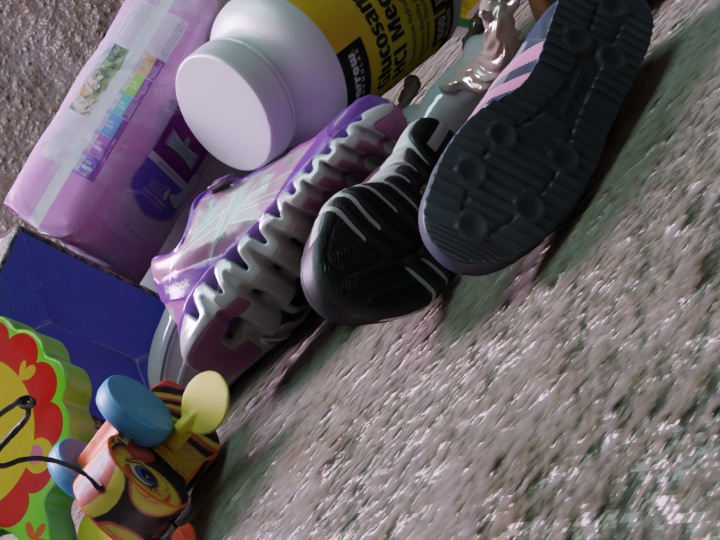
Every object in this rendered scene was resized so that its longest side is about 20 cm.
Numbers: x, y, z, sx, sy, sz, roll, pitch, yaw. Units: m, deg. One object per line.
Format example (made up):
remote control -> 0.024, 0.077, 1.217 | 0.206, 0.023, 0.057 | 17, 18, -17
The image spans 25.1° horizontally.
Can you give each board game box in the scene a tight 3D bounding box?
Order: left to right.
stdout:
board game box -> -0.209, 0.054, 1.159 | 0.098, 0.158, 0.200 | -67, 16, -13

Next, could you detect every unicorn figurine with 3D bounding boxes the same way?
unicorn figurine -> 0.066, -0.122, 1.040 | 0.138, 0.073, 0.201 | -69, 5, -67

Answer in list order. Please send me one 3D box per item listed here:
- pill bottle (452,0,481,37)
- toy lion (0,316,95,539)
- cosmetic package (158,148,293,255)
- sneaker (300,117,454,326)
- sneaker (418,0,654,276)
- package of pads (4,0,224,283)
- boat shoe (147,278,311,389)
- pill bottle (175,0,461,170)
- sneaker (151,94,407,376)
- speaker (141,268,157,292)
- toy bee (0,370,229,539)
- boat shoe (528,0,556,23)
pill bottle -> 0.103, -0.288, 1.256 | 0.200, 0.112, 0.113 | -47, 10, 35
toy lion -> -0.231, 0.137, 0.980 | 0.191, 0.201, 0.069 | -41, -30, 11
cosmetic package -> -0.068, -0.068, 1.224 | 0.200, 0.108, 0.085 | -44, 12, 9
sneaker -> 0.000, 0.000, 0.895 | 0.116, 0.076, 0.200 | -45, 1, 34
sneaker -> 0.084, -0.060, 0.815 | 0.200, 0.070, 0.082 | -52, -4, -33
package of pads -> -0.154, -0.096, 1.132 | 0.201, 0.075, 0.121 | -60, -20, -9
boat shoe -> -0.065, 0.014, 1.048 | 0.201, 0.073, 0.065 | -58, 38, 5
pill bottle -> -0.029, -0.154, 1.094 | 0.200, 0.113, 0.112 | -43, 8, -35
sneaker -> -0.056, -0.036, 0.990 | 0.200, 0.080, 0.088 | -48, 56, 2
speaker -> -0.163, -0.002, 1.395 | 0.088, 0.088, 0.201 | -38, 16, 37
toy bee -> -0.128, 0.123, 0.906 | 0.199, 0.109, 0.131 | -28, -22, -52
boat shoe -> 0.163, -0.191, 0.944 | 0.071, 0.073, 0.200 | -20, -11, -24
